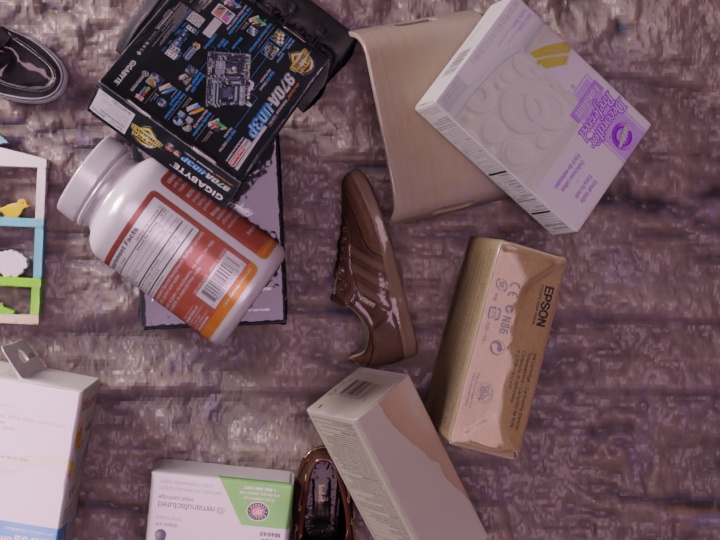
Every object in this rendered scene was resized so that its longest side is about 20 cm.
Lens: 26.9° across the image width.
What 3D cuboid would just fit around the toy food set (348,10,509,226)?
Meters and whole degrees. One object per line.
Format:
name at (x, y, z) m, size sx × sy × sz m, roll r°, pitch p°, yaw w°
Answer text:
toy food set at (0.073, -0.158, 1.534) m, size 0.142 × 0.060 × 0.202 m, roll -13°, pitch 94°, yaw -23°

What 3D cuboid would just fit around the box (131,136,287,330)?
box at (-0.148, -0.045, 1.507) m, size 0.146 × 0.104 × 0.202 m, roll -2°, pitch 91°, yaw -2°

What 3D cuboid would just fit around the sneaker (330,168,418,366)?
sneaker at (0.000, 0.000, 1.532) m, size 0.075 × 0.070 × 0.202 m, roll -16°, pitch 92°, yaw -1°

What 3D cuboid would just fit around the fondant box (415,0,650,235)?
fondant box at (0.174, -0.154, 1.509) m, size 0.200 × 0.058 × 0.145 m, roll 41°, pitch 75°, yaw -15°

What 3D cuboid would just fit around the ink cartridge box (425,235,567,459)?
ink cartridge box at (0.131, 0.072, 1.493) m, size 0.074 × 0.165 × 0.202 m, roll 14°, pitch 92°, yaw -6°

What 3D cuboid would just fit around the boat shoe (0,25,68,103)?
boat shoe at (-0.390, -0.229, 1.509) m, size 0.199 × 0.066 × 0.070 m, roll 30°, pitch 90°, yaw -3°

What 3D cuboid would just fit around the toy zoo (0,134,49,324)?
toy zoo at (-0.387, -0.048, 1.538) m, size 0.130 × 0.020 × 0.202 m, roll 2°, pitch 91°, yaw -3°

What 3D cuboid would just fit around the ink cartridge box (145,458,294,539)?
ink cartridge box at (-0.147, 0.303, 1.527) m, size 0.144 × 0.084 × 0.202 m, roll 6°, pitch 92°, yaw -3°

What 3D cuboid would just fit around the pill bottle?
pill bottle at (-0.177, -0.032, 1.399) m, size 0.199 × 0.112 × 0.113 m, roll 37°, pitch 90°, yaw -3°

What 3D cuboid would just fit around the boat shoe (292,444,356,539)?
boat shoe at (-0.039, 0.281, 1.540) m, size 0.070 × 0.070 × 0.202 m, roll -4°, pitch 93°, yaw -3°

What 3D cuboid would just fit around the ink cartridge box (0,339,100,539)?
ink cartridge box at (-0.338, 0.175, 1.493) m, size 0.124 × 0.129 × 0.202 m, roll 11°, pitch 92°, yaw -3°

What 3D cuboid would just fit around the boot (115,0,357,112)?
boot at (-0.125, -0.229, 1.527) m, size 0.199 × 0.066 × 0.165 m, roll 38°, pitch 92°, yaw -8°

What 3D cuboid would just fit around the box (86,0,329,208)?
box at (-0.140, -0.177, 1.416) m, size 0.158 × 0.046 × 0.201 m, roll 35°, pitch 50°, yaw -6°

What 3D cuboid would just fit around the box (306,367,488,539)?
box at (0.038, 0.203, 1.495) m, size 0.078 × 0.095 × 0.201 m, roll -37°, pitch 113°, yaw -28°
